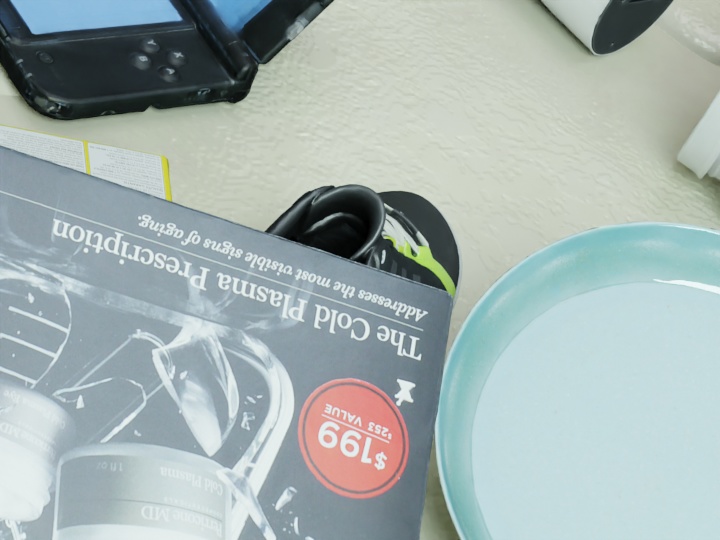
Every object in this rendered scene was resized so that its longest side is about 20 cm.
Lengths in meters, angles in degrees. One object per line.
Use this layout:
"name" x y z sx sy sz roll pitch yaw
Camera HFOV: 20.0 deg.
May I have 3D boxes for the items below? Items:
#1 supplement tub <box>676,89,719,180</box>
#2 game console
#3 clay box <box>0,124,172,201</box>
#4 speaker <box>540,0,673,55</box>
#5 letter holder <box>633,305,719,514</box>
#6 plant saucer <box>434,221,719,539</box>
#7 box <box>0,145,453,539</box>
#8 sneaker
"supplement tub" 0.278 -0.054 1.046 0.199 0.141 0.140 34 39 5
"game console" -0.108 -0.185 0.971 0.175 0.117 0.200 -11 53 -39
"clay box" -0.125 0.029 0.786 0.114 0.048 0.201 10 45 -21
"speaker" 0.095 -0.214 1.155 0.081 0.081 0.200 -22 61 -44
"letter holder" 0.212 0.105 0.869 0.200 0.101 0.142 41 60 14
"plant saucer" 0.125 0.074 0.801 0.198 0.027 0.202 3 62 -6
"box" -0.087 0.077 0.659 0.198 0.104 0.184 17 65 -18
"sneaker" 0.000 0.000 0.859 0.072 0.083 0.200 38 34 10
